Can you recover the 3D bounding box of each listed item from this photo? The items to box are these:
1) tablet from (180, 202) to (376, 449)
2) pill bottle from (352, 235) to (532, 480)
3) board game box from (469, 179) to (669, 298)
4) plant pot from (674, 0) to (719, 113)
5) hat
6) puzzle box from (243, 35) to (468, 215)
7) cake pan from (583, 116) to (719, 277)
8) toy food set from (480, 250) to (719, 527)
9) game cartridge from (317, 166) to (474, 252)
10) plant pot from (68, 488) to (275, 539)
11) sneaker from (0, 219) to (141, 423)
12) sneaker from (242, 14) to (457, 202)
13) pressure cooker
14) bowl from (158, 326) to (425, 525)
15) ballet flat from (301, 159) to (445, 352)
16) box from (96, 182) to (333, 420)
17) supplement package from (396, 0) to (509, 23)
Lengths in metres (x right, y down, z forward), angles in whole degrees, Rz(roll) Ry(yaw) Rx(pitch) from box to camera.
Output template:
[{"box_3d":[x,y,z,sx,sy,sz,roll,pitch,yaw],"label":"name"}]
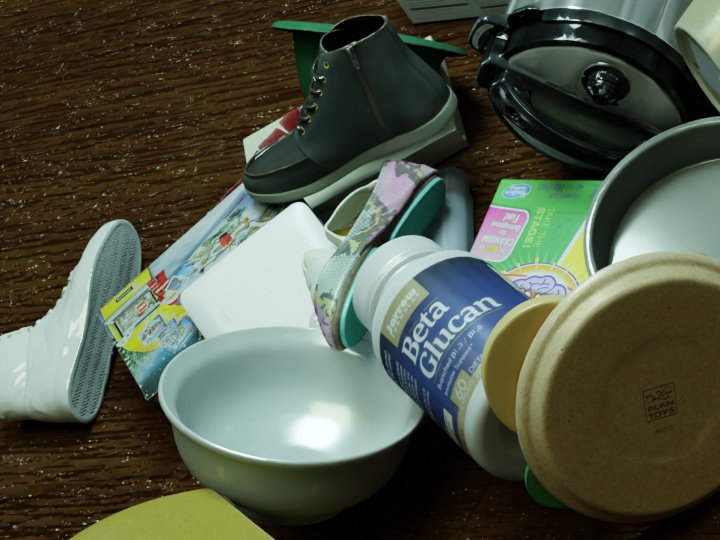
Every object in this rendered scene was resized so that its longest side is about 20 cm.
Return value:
[{"box_3d":[-0.042,0.056,1.679,0.130,0.014,0.200,-38,69,3],"label":"tablet"},{"box_3d":[0.076,0.054,1.519,0.111,0.111,0.200,-44,40,-3],"label":"pill bottle"},{"box_3d":[0.141,0.023,1.613,0.153,0.040,0.201,2,56,39],"label":"board game box"},{"box_3d":[0.331,-0.192,1.527,0.200,0.188,0.187,-33,41,0],"label":"plant pot"},{"box_3d":[-0.010,-0.113,1.803,0.200,0.165,0.177,-162,81,-68],"label":"hat"},{"box_3d":[-0.007,-0.111,1.858,0.199,0.025,0.133,-28,42,15],"label":"puzzle box"},{"box_3d":[0.261,-0.021,1.529,0.199,0.037,0.201,-9,54,13],"label":"cake pan"},{"box_3d":[0.189,0.080,1.417,0.200,0.198,0.049,-30,25,-5],"label":"toy food set"},{"box_3d":[0.000,0.000,1.749,0.199,0.040,0.134,-21,48,23],"label":"game cartridge"},{"box_3d":[-0.120,0.273,1.491,0.200,0.194,0.195,-45,40,-14],"label":"plant pot"},{"box_3d":[-0.269,0.044,1.888,0.115,0.074,0.201,-5,53,31],"label":"sneaker"},{"box_3d":[-0.031,-0.134,1.718,0.199,0.106,0.075,-25,31,25],"label":"sneaker"},{"box_3d":[0.188,-0.170,1.643,0.175,0.179,0.201,-1,54,33],"label":"pressure cooker"},{"box_3d":[-0.052,0.126,1.581,0.200,0.091,0.201,4,26,-2],"label":"bowl"},{"box_3d":[-0.001,-0.014,1.660,0.071,0.069,0.200,15,49,21],"label":"ballet flat"},{"box_3d":[-0.115,0.015,1.770,0.200,0.038,0.137,-41,41,2],"label":"box"},{"box_3d":[0.112,-0.336,1.899,0.155,0.111,0.201,-2,54,37],"label":"supplement package"}]
